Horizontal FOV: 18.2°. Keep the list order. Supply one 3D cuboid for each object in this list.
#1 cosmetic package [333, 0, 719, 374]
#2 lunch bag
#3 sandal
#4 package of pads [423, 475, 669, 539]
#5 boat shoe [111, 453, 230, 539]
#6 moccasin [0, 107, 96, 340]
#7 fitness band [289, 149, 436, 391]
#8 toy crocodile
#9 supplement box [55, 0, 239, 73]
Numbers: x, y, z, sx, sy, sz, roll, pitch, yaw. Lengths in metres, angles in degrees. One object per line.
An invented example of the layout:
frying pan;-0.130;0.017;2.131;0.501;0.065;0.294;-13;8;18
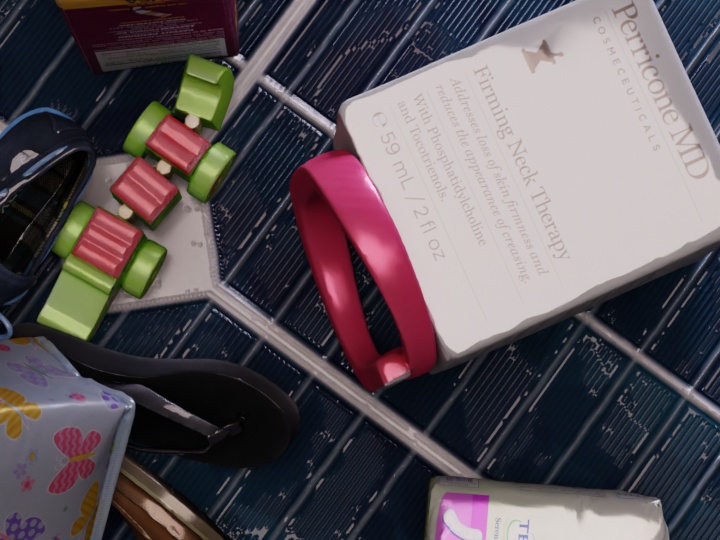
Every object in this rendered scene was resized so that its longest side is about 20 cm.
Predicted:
cosmetic package;0.105;-0.053;1.373;0.199;0.166;0.168;-24;85;-4
lunch bag;-0.240;0.152;1.323;0.127;0.169;0.201;32;112;37
sandal;-0.137;0.088;1.402;0.199;0.043;0.076;11;128;8
package of pads;0.111;0.233;1.393;0.154;0.068;0.201;5;85;0
boat shoe;-0.106;0.188;1.391;0.200;0.072;0.068;41;88;2
moccasin;-0.236;-0.011;1.391;0.080;0.068;0.201;28;91;-39
fitness band;0.000;0.000;1.349;0.037;0.200;0.144;-20;88;-9
toy crocodile;-0.139;-0.044;1.421;0.067;0.062;0.200;34;85;3
supplement box;-0.131;-0.206;1.367;0.103;0.200;0.132;-6;84;-2
